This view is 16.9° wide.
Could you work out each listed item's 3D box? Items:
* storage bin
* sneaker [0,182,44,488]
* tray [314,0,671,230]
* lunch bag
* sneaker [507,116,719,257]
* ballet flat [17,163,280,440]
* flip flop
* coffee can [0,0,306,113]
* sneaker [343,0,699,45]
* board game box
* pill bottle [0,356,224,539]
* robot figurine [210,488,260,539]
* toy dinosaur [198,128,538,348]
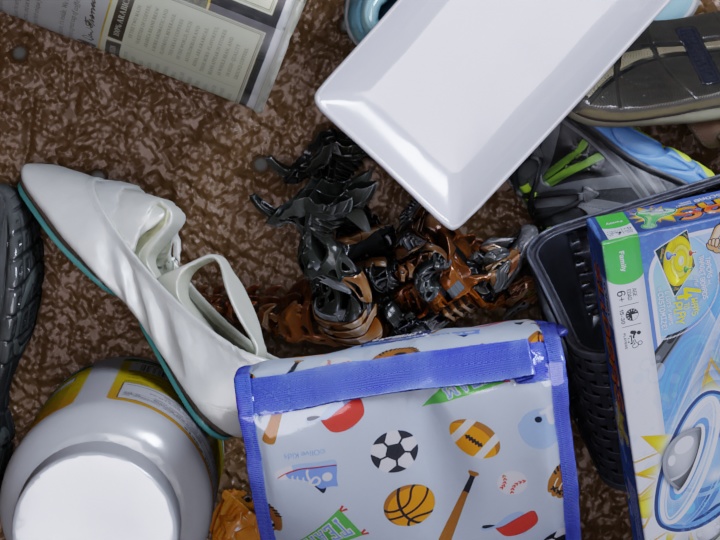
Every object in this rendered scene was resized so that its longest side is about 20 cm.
[{"bbox_3d":[0.202,0.022,1.282,0.200,0.135,0.094,-18,121,-1],"label":"storage bin"},{"bbox_3d":[-0.232,0.046,1.357,0.091,0.076,0.200,14,96,4],"label":"sneaker"},{"bbox_3d":[0.079,-0.128,1.273,0.107,0.022,0.200,43,100,2],"label":"tray"},{"bbox_3d":[0.028,0.097,1.247,0.170,0.200,0.124,-9,58,2],"label":"lunch bag"},{"bbox_3d":[0.112,-0.053,1.345,0.200,0.071,0.083,27,91,-7],"label":"sneaker"},{"bbox_3d":[-0.108,0.002,1.332,0.069,0.069,0.200,-41,74,5],"label":"ballet flat"},{"bbox_3d":[0.191,-0.097,1.334,0.200,0.058,0.081,-4,55,-21],"label":"flip flop"},{"bbox_3d":[-0.120,-0.186,1.286,0.200,0.146,0.146,21,97,-4],"label":"coffee can"},{"bbox_3d":[0.091,-0.141,1.327,0.200,0.082,0.074,-9,99,0],"label":"sneaker"},{"bbox_3d":[0.192,0.057,1.187,0.135,0.034,0.200,-13,113,-3],"label":"board game box"},{"bbox_3d":[-0.133,0.117,1.301,0.113,0.200,0.113,0,98,-1],"label":"pill bottle"},{"bbox_3d":[-0.021,0.218,1.351,0.200,0.058,0.145,37,98,20],"label":"robot figurine"},{"bbox_3d":[0.000,0.000,1.343,0.200,0.102,0.136,-20,117,-5],"label":"toy dinosaur"}]
